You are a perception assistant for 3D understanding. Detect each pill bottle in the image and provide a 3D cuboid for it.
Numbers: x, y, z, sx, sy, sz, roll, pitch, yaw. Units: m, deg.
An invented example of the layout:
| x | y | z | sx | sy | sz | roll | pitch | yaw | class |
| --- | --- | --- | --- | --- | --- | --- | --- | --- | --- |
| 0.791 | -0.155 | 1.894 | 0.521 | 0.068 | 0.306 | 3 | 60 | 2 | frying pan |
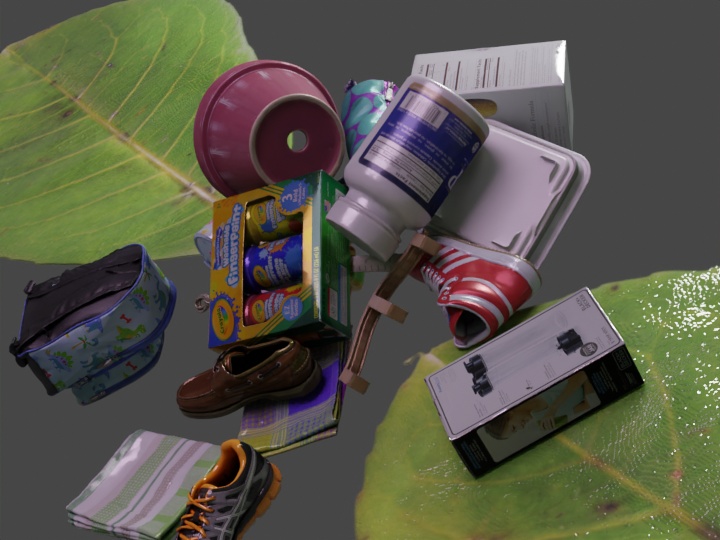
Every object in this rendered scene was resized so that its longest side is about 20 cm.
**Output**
| x | y | z | sx | sy | sz | roll | pitch | yaw | class |
| --- | --- | --- | --- | --- | --- | --- | --- | --- | --- |
| 0.051 | -0.117 | 1.617 | 0.201 | 0.120 | 0.120 | -55 | 34 | -4 | pill bottle |

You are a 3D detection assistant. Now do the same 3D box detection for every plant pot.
| x | y | z | sx | sy | sz | roll | pitch | yaw | class |
| --- | --- | --- | --- | --- | --- | --- | --- | --- | --- |
| -0.107 | -0.171 | 1.798 | 0.200 | 0.200 | 0.179 | -37 | 19 | -9 | plant pot |

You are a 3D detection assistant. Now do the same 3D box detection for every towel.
| x | y | z | sx | sy | sz | roll | pitch | yaw | class |
| --- | --- | --- | --- | --- | --- | --- | --- | --- | --- |
| -0.248 | 0.249 | 1.606 | 0.199 | 0.031 | 0.149 | 0 | 44 | 49 | towel |
| -0.081 | 0.139 | 1.636 | 0.143 | 0.023 | 0.201 | -20 | 33 | 19 | towel |

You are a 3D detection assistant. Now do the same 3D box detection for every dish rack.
| x | y | z | sx | sy | sz | roll | pitch | yaw | class |
| --- | --- | --- | --- | --- | --- | --- | --- | --- | --- |
| 0.160 | -0.095 | 1.643 | 0.199 | 0.043 | 0.172 | 28 | 85 | 40 | dish rack |

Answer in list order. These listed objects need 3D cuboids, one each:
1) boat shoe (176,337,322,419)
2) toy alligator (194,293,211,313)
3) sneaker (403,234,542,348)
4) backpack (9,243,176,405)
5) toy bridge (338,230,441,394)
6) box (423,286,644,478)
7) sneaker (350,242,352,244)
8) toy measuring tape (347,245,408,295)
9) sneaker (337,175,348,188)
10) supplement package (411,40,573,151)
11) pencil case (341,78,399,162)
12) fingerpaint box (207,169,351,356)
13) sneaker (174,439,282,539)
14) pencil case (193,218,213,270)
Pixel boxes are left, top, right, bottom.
| x | y | z | sx | sy | sz | roll | pitch | yaw | class |
| --- | --- | --- | --- | --- | --- | --- | --- | --- | --- |
| -0.143 | 0.120 | 1.631 | 0.199 | 0.068 | 0.072 | -17 | 36 | 25 | boat shoe |
| -0.135 | 0.032 | 1.811 | 0.199 | 0.060 | 0.054 | -10 | -7 | 43 | toy alligator |
| 0.101 | 0.024 | 1.588 | 0.199 | 0.071 | 0.113 | 11 | 48 | 46 | sneaker |
| -0.342 | 0.068 | 1.845 | 0.199 | 0.147 | 0.183 | -28 | 30 | 13 | backpack |
| 0.030 | 0.043 | 1.594 | 0.201 | 0.027 | 0.067 | -62 | 21 | -2 | toy bridge |
| 0.174 | 0.113 | 1.410 | 0.199 | 0.060 | 0.117 | -30 | 32 | 3 | box |
| -0.095 | -0.039 | 1.795 | 0.199 | 0.075 | 0.106 | -23 | -6 | 38 | sneaker |
| 0.000 | 0.000 | 1.707 | 0.199 | 0.074 | 0.074 | -4 | 41 | 42 | toy measuring tape |
| 0.011 | -0.108 | 1.863 | 0.199 | 0.079 | 0.089 | -23 | 21 | 3 | sneaker |
| 0.169 | -0.212 | 1.768 | 0.199 | 0.114 | 0.110 | -4 | 38 | 13 | supplement package |
| 0.025 | -0.171 | 1.780 | 0.093 | 0.085 | 0.201 | -56 | 25 | 28 | pencil case |
| -0.099 | -0.003 | 1.681 | 0.166 | 0.073 | 0.201 | -14 | 63 | 29 | fingerpaint box |
| -0.162 | 0.269 | 1.476 | 0.078 | 0.077 | 0.201 | -2 | 44 | 37 | sneaker |
| -0.145 | -0.082 | 1.941 | 0.200 | 0.083 | 0.091 | -47 | 11 | -24 | pencil case |
